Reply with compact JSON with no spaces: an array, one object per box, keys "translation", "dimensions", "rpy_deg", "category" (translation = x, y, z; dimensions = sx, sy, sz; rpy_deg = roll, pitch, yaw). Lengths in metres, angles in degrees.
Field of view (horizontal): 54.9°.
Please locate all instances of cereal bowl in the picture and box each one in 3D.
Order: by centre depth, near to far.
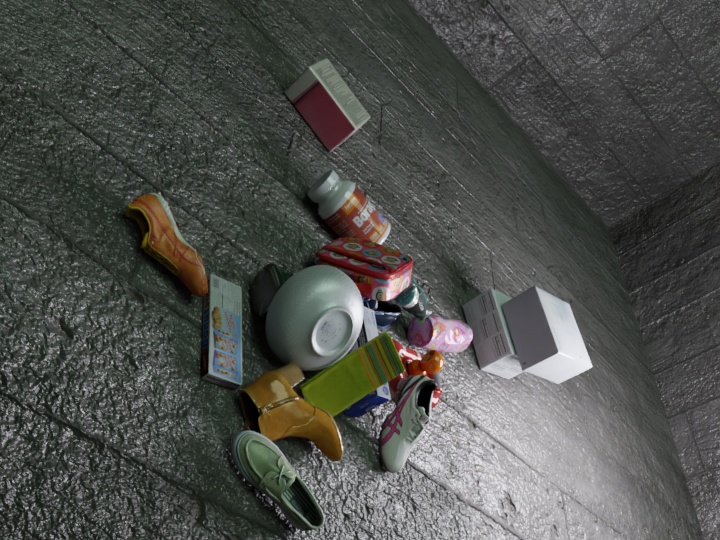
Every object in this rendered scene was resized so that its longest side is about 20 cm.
[{"translation":[-0.072,0.098,1.278],"dimensions":[0.198,0.203,0.083],"rpy_deg":[24,6,-42],"category":"cereal bowl"}]

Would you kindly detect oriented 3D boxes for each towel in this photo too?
[{"translation":[-0.013,0.203,1.304],"dimensions":[0.087,0.198,0.018],"rpy_deg":[61,-14,-8],"category":"towel"}]

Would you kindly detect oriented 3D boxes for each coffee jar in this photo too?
[{"translation":[-0.114,0.067,1.356],"dimensions":[0.198,0.085,0.105],"rpy_deg":[26,27,-40],"category":"coffee jar"}]

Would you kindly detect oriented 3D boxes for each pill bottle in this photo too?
[{"translation":[-0.029,-0.137,1.643],"dimensions":[0.200,0.111,0.113],"rpy_deg":[45,32,-18],"category":"pill bottle"}]

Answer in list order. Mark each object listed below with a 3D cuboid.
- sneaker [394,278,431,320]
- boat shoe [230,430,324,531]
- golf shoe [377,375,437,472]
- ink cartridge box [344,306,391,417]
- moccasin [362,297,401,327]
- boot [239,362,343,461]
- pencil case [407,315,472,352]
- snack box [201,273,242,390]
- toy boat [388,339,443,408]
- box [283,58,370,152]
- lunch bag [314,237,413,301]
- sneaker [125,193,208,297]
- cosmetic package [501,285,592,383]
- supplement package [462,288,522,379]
[{"translation":[0.119,0.062,1.670],"dimensions":[0.091,0.077,0.201],"rpy_deg":[43,12,-19],"category":"sneaker"},{"translation":[-0.126,0.333,1.106],"dimensions":[0.201,0.062,0.072],"rpy_deg":[50,55,-12],"category":"boat shoe"},{"translation":[0.095,0.304,1.386],"dimensions":[0.072,0.091,0.204],"rpy_deg":[29,68,-27],"category":"golf shoe"},{"translation":[-0.001,0.183,1.407],"dimensions":[0.044,0.093,0.203],"rpy_deg":[23,45,-41],"category":"ink cartridge box"},{"translation":[0.013,0.065,1.559],"dimensions":[0.198,0.068,0.082],"rpy_deg":[22,45,-43],"category":"moccasin"},{"translation":[-0.123,0.270,1.195],"dimensions":[0.143,0.070,0.204],"rpy_deg":[-29,88,-50],"category":"boot"},{"translation":[0.199,0.157,1.729],"dimensions":[0.198,0.087,0.089],"rpy_deg":[12,52,-51],"category":"pencil case"},{"translation":[-0.240,0.104,1.208],"dimensions":[0.071,0.024,0.203],"rpy_deg":[29,40,-39],"category":"snack box"},{"translation":[0.126,0.216,1.520],"dimensions":[0.198,0.130,0.133],"rpy_deg":[28,40,-39],"category":"toy boat"},{"translation":[-0.086,-0.440,1.842],"dimensions":[0.201,0.108,0.128],"rpy_deg":[51,31,-8],"category":"box"},{"translation":[0.000,0.000,1.499],"dimensions":[0.197,0.084,0.176],"rpy_deg":[17,25,25],"category":"lunch bag"},{"translation":[-0.331,-0.034,1.184],"dimensions":[0.077,0.073,0.201],"rpy_deg":[-34,87,-37],"category":"sneaker"},{"translation":[0.508,0.178,1.892],"dimensions":[0.198,0.122,0.203],"rpy_deg":[21,46,-42],"category":"cosmetic package"},{"translation":[0.394,0.180,1.951],"dimensions":[0.154,0.110,0.203],"rpy_deg":[22,46,-43],"category":"supplement package"}]
